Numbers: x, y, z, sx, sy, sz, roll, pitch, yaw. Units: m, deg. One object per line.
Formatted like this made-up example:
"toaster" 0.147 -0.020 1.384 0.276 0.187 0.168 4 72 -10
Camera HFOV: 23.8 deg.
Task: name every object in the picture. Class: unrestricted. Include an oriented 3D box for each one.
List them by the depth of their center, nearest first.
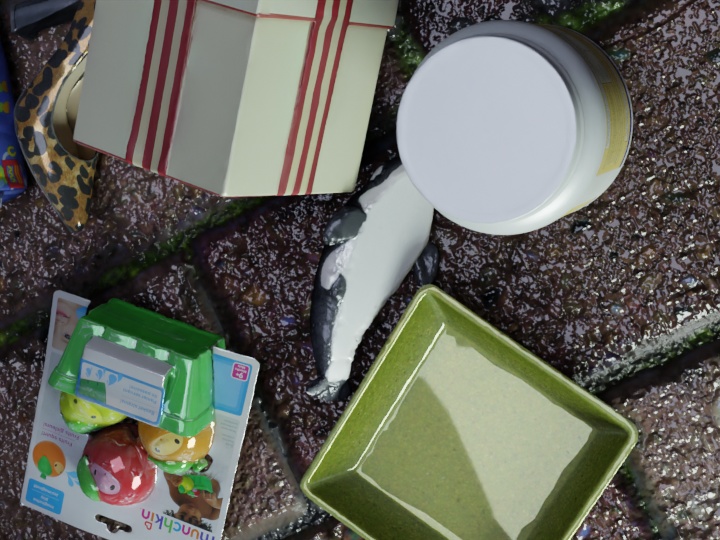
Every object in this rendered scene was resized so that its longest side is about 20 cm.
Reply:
"supplement tub" 0.110 -0.102 1.203 0.144 0.200 0.147 2 97 17
"gift box" -0.088 -0.168 1.271 0.184 0.200 0.188 19 106 29
"plant saucer" 0.085 0.142 1.319 0.199 0.048 0.201 35 105 11
"orca plush" 0.000 0.000 1.335 0.105 0.071 0.202 2 106 -28
"high heel" -0.204 -0.140 1.361 0.142 0.071 0.202 -14 83 24
"fruit basket" -0.186 0.135 1.381 0.184 0.094 0.201 19 105 14
"pencil case" -0.329 -0.146 1.395 0.078 0.087 0.202 -9 93 40
